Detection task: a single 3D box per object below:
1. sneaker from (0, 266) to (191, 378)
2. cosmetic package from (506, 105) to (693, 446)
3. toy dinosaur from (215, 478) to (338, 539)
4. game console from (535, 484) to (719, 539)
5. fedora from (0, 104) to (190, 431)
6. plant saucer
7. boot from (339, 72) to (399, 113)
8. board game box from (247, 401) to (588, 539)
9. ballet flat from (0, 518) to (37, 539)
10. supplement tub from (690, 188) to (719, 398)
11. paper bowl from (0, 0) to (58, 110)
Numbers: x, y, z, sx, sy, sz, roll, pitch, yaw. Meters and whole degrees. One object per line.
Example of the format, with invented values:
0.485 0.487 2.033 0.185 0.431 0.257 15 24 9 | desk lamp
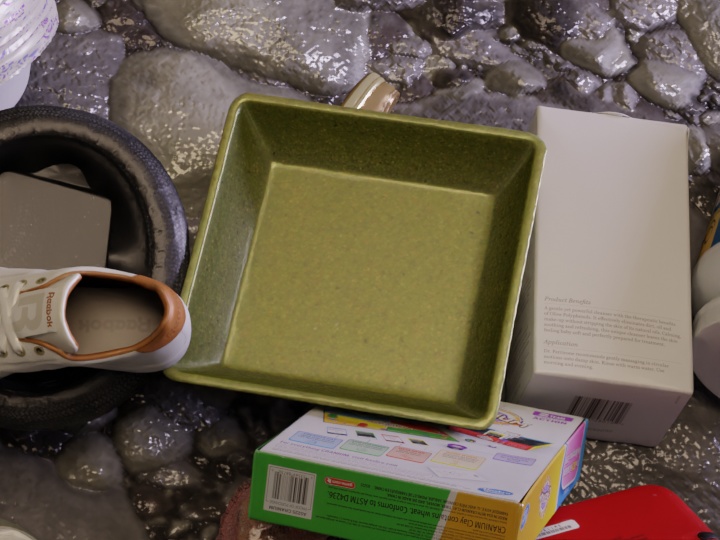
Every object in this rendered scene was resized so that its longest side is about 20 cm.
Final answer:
-0.197 0.024 1.266 0.199 0.085 0.073 -5 77 -3 | sneaker
0.154 0.002 1.441 0.107 0.085 0.200 9 59 -6 | cosmetic package
-0.058 0.180 1.289 0.135 0.086 0.200 9 61 -17 | toy dinosaur
0.127 0.231 1.267 0.200 0.119 0.172 -12 34 -24 | game console
-0.196 0.004 1.364 0.200 0.092 0.201 2 75 -7 | fedora
0.000 0.000 1.352 0.199 0.048 0.200 9 64 8 | plant saucer
0.030 -0.021 1.438 0.155 0.073 0.200 21 61 3 | boot
0.039 0.112 1.288 0.153 0.200 0.040 10 102 15 | board game box
-0.189 0.189 1.245 0.067 0.064 0.200 -4 37 -19 | ballet flat
0.296 -0.014 1.441 0.144 0.145 0.200 21 59 2 | supplement tub
-0.287 -0.141 1.400 0.200 0.105 0.201 -12 30 7 | paper bowl
